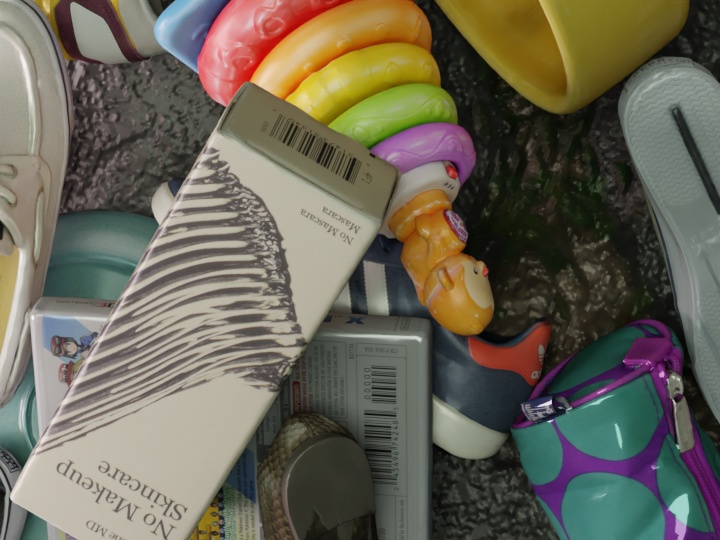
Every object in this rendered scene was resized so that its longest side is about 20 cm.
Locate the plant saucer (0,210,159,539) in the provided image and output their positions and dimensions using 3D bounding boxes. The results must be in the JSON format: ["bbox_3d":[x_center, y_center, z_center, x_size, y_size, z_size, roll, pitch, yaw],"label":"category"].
[{"bbox_3d":[-0.131,0.071,1.074,0.198,0.027,0.202,0,90,12],"label":"plant saucer"}]

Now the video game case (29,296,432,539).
[{"bbox_3d":[-0.057,0.110,1.019,0.181,0.022,0.201,3,115,9],"label":"video game case"}]

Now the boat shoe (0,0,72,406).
[{"bbox_3d":[-0.174,-0.028,1.011,0.070,0.070,0.202,8,99,-6],"label":"boat shoe"}]

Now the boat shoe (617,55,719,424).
[{"bbox_3d":[0.170,-0.007,0.992,0.072,0.062,0.201,-18,105,11],"label":"boat shoe"}]

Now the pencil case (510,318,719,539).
[{"bbox_3d":[0.144,0.127,0.976,0.092,0.085,0.201,-25,95,51],"label":"pencil case"}]

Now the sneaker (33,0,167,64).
[{"bbox_3d":[-0.118,-0.200,1.051,0.089,0.075,0.202,1,99,12],"label":"sneaker"}]

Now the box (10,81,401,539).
[{"bbox_3d":[-0.066,0.027,0.933,0.082,0.068,0.201,29,114,-4],"label":"box"}]

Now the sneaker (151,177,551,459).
[{"bbox_3d":[0.000,0.000,1.026,0.199,0.075,0.085,34,98,0],"label":"sneaker"}]

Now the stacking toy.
[{"bbox_3d":[0.007,-0.056,0.976,0.109,0.116,0.201,-34,66,10],"label":"stacking toy"}]

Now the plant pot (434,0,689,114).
[{"bbox_3d":[0.106,-0.201,0.950,0.188,0.201,0.201,-35,83,-5],"label":"plant pot"}]

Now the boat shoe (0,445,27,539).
[{"bbox_3d":[-0.210,0.180,1.055,0.073,0.068,0.200,26,109,14],"label":"boat shoe"}]

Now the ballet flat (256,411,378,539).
[{"bbox_3d":[-0.018,0.151,0.996,0.067,0.046,0.201,-21,121,-24],"label":"ballet flat"}]
